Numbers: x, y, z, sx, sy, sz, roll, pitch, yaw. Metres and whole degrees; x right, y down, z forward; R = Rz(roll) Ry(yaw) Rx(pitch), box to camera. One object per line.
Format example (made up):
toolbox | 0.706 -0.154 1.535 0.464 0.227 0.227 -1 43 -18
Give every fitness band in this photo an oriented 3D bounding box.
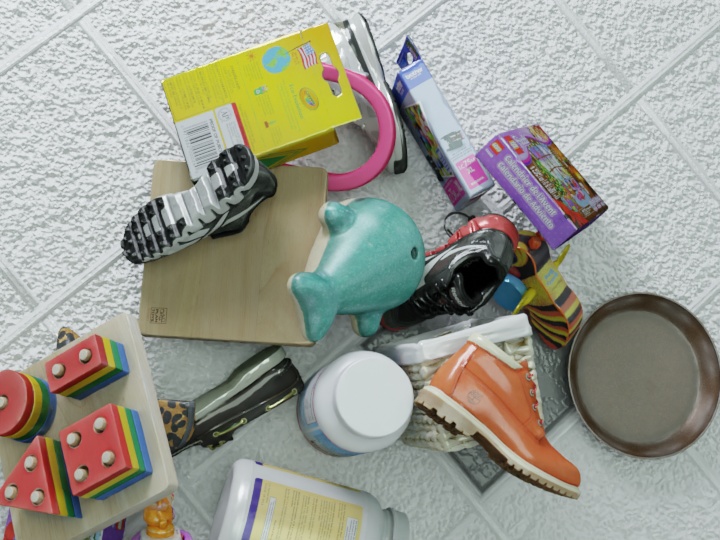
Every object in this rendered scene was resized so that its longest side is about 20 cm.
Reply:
fitness band | -0.056 -0.169 1.517 0.198 0.037 0.145 13 101 10

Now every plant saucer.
plant saucer | 0.341 0.128 1.590 0.198 0.032 0.202 2 79 -11

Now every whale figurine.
whale figurine | 0.000 0.000 1.411 0.200 0.103 0.160 -40 120 -52

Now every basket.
basket | 0.110 0.126 1.461 0.135 0.200 0.124 -14 90 -13

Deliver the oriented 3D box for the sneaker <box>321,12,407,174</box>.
sneaker | -0.019 -0.196 1.563 0.115 0.076 0.202 -19 81 -2

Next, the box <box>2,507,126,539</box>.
box | -0.323 0.344 1.370 0.136 0.039 0.202 2 77 30

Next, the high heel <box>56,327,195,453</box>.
high heel | -0.250 0.117 1.406 0.071 0.142 0.201 -7 60 -53

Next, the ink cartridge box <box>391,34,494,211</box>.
ink cartridge box | 0.086 -0.170 1.543 0.042 0.119 0.201 -27 87 -6

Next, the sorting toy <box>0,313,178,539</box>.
sorting toy | -0.306 0.168 1.349 0.198 0.070 0.201 -29 63 19

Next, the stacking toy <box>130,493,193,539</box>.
stacking toy | -0.210 0.306 1.367 0.109 0.116 0.202 1 106 -10

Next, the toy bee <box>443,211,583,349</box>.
toy bee | 0.195 0.003 1.534 0.199 0.109 0.132 30 59 -16

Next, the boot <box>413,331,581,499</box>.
boot | 0.163 0.151 1.340 0.200 0.075 0.108 38 77 -10

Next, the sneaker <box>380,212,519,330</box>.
sneaker | 0.093 0.017 1.485 0.200 0.098 0.071 -34 117 24

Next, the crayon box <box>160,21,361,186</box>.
crayon box | -0.108 -0.181 1.455 0.199 0.051 0.128 -19 76 1

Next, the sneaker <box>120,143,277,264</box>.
sneaker | -0.169 -0.058 1.424 0.199 0.090 0.067 -33 60 22

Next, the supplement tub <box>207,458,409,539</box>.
supplement tub | -0.059 0.297 1.418 0.199 0.145 0.147 17 77 -8

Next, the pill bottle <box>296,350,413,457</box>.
pill bottle | -0.004 0.146 1.427 0.108 0.200 0.110 2 80 -11

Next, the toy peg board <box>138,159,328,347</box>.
toy peg board | -0.138 -0.012 1.496 0.197 0.098 0.202 3 78 5

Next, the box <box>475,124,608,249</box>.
box | 0.214 -0.101 1.517 0.039 0.200 0.137 -42 84 21

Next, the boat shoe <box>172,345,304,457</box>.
boat shoe | -0.155 0.163 1.456 0.201 0.072 0.061 -35 103 -3
